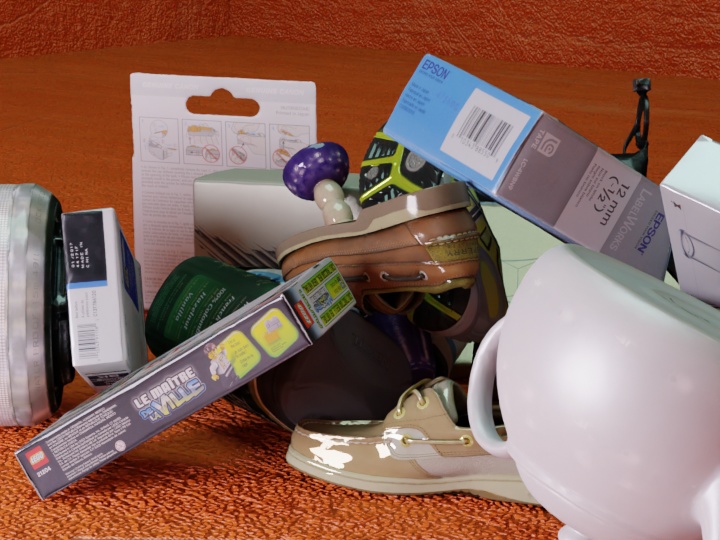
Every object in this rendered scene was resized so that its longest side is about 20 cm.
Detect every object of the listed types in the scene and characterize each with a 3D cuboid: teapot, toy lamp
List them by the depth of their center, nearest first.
[{"bbox_3d":[0.146,0.085,1.117,0.196,0.147,0.200,28,9,7],"label":"teapot"},{"bbox_3d":[0.000,0.000,1.439,0.058,0.058,0.201,-5,50,-28],"label":"toy lamp"}]

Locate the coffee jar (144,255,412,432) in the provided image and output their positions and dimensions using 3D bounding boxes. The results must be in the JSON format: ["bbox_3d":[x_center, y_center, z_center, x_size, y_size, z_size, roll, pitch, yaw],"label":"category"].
[{"bbox_3d":[-0.055,0.056,1.378,0.104,0.086,0.199,36,-10,-33],"label":"coffee jar"}]

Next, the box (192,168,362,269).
[{"bbox_3d":[-0.022,-0.037,1.560,0.198,0.069,0.082,3,10,22],"label":"box"}]

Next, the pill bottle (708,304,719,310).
[{"bbox_3d":[0.206,0.076,1.269,0.110,0.112,0.199,-8,15,-36],"label":"pill bottle"}]

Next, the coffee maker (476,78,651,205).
[{"bbox_3d":[0.135,-0.053,1.710,0.198,0.194,0.135,3,-30,6],"label":"coffee maker"}]

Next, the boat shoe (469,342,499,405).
[{"bbox_3d":[0.174,0.068,1.415,0.198,0.071,0.070,3,11,5],"label":"boat shoe"}]

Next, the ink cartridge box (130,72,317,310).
[{"bbox_3d":[-0.104,-0.062,1.692,0.161,0.202,0.057,4,14,13],"label":"ink cartridge box"}]

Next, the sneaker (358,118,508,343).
[{"bbox_3d":[0.053,-0.030,1.429,0.075,0.201,0.076,-31,-41,27],"label":"sneaker"}]

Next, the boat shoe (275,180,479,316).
[{"bbox_3d":[0.006,-0.001,1.330,0.071,0.069,0.200,-13,-3,-29],"label":"boat shoe"}]

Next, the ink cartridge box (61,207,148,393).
[{"bbox_3d":[-0.167,0.027,1.374,0.039,0.100,0.200,-6,-11,-2],"label":"ink cartridge box"}]

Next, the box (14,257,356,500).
[{"bbox_3d":[-0.104,0.064,1.249,0.199,0.035,0.110,-30,3,18],"label":"box"}]

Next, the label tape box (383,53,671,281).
[{"bbox_3d":[0.131,-0.056,1.356,0.199,0.066,0.143,26,5,-35],"label":"label tape box"}]

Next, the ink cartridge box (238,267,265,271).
[{"bbox_3d":[-0.026,0.024,1.613,0.198,0.068,0.117,3,11,10],"label":"ink cartridge box"}]

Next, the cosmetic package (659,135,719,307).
[{"bbox_3d":[0.269,0.023,1.280,0.150,0.201,0.052,31,66,35],"label":"cosmetic package"}]

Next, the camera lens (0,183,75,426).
[{"bbox_3d":[-0.289,0.023,1.373,0.198,0.162,0.160,0,12,-4],"label":"camera lens"}]

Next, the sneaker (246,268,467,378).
[{"bbox_3d":[-0.004,0.035,1.519,0.199,0.076,0.087,17,34,28],"label":"sneaker"}]

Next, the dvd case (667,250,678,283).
[{"bbox_3d":[0.287,0.032,1.407,0.142,0.018,0.200,11,-26,49],"label":"dvd case"}]

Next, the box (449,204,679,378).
[{"bbox_3d":[0.161,0.016,1.562,0.198,0.021,0.164,1,49,5],"label":"box"}]

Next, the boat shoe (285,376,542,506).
[{"bbox_3d":[0.053,0.099,1.261,0.198,0.067,0.074,3,12,10],"label":"boat shoe"}]
